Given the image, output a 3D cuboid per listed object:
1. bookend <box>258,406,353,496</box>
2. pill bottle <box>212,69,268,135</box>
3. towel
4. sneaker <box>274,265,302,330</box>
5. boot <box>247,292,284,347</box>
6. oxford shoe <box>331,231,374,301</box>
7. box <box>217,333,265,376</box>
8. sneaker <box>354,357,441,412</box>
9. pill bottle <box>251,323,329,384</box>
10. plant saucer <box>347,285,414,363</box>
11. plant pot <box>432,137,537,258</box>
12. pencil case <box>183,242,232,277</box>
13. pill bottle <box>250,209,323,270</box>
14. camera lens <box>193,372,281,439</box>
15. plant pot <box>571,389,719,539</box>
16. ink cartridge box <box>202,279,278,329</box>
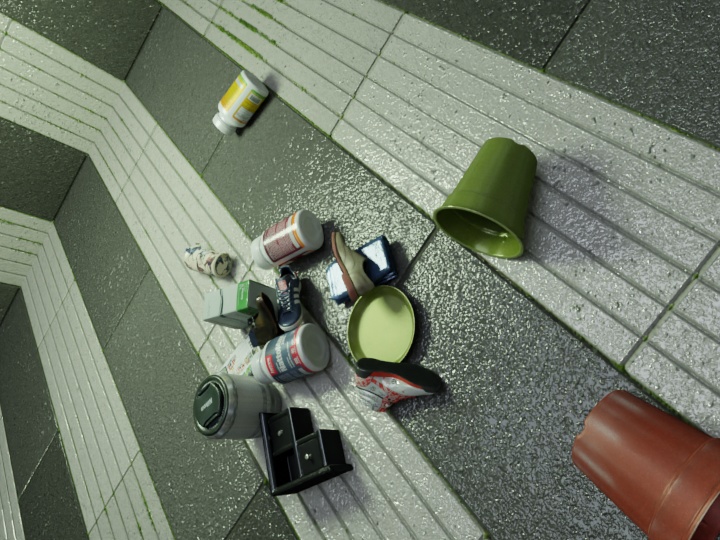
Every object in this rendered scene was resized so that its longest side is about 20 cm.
[{"bbox_3d":[-0.138,0.417,1.278,0.197,0.091,0.204,-30,60,27],"label":"bookend"},{"bbox_3d":[-0.411,-0.561,1.769,0.200,0.110,0.112,-45,54,19],"label":"pill bottle"},{"bbox_3d":[0.000,0.000,1.319,0.197,0.048,0.115,-28,61,30],"label":"towel"},{"bbox_3d":[-0.197,0.067,1.386,0.073,0.086,0.203,-15,40,3],"label":"sneaker"},{"bbox_3d":[-0.265,0.141,1.379,0.094,0.203,0.076,-17,47,-3],"label":"boot"},{"bbox_3d":[-0.019,-0.020,1.280,0.073,0.071,0.204,-22,58,2],"label":"oxford shoe"},{"bbox_3d":[-0.344,0.285,1.518,0.201,0.034,0.111,-49,53,17],"label":"box"},{"bbox_3d":[0.081,0.267,1.171,0.195,0.067,0.111,9,118,15],"label":"sneaker"},{"bbox_3d":[-0.186,0.226,1.356,0.197,0.118,0.123,-26,62,30],"label":"pill bottle"},{"bbox_3d":[0.053,0.139,1.247,0.196,0.031,0.206,-12,70,35],"label":"plant saucer"},{"bbox_3d":[0.275,-0.158,1.076,0.197,0.200,0.194,16,74,40],"label":"plant pot"},{"bbox_3d":[-0.498,-0.034,1.707,0.196,0.077,0.092,12,99,40],"label":"pencil case"},{"bbox_3d":[-0.208,-0.081,1.466,0.196,0.113,0.117,-23,64,31],"label":"pill bottle"},{"bbox_3d":[-0.326,0.358,1.375,0.157,0.198,0.165,-12,69,34],"label":"camera lens"},{"bbox_3d":[0.446,0.299,0.795,0.194,0.198,0.204,36,100,47],"label":"plant pot"},{"bbox_3d":[-0.334,0.102,1.492,0.196,0.145,0.086,-15,66,33],"label":"ink cartridge box"}]
